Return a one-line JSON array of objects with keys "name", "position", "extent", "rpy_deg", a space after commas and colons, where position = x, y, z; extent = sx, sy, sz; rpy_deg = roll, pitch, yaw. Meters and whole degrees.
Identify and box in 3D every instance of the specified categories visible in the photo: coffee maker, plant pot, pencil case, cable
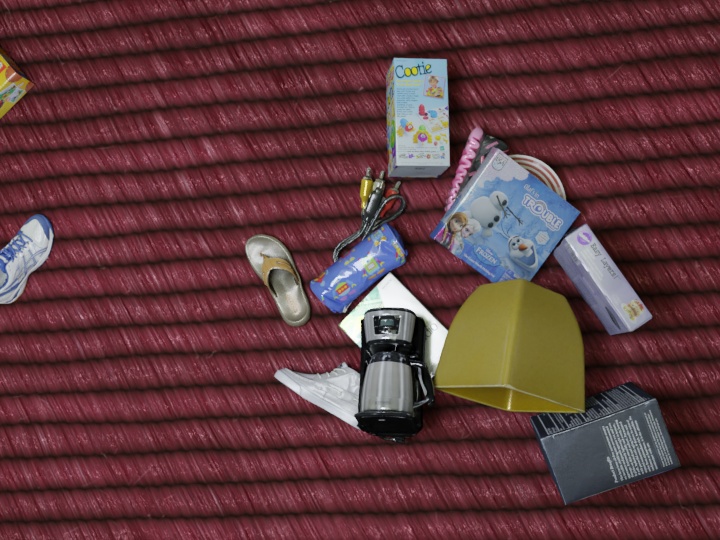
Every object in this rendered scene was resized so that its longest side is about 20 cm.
[{"name": "coffee maker", "position": [0.050, 0.186, 1.501], "extent": [0.133, 0.192, 0.202], "rpy_deg": [9, 65, -9]}, {"name": "plant pot", "position": [0.266, 0.127, 1.459], "extent": [0.194, 0.194, 0.202], "rpy_deg": [19, 73, -30]}, {"name": "pencil case", "position": [0.000, 0.000, 1.586], "extent": [0.200, 0.078, 0.087], "rpy_deg": [-39, 90, 8]}, {"name": "cable", "position": [0.019, -0.093, 1.631], "extent": [0.096, 0.050, 0.201], "rpy_deg": [23, 101, -6]}]

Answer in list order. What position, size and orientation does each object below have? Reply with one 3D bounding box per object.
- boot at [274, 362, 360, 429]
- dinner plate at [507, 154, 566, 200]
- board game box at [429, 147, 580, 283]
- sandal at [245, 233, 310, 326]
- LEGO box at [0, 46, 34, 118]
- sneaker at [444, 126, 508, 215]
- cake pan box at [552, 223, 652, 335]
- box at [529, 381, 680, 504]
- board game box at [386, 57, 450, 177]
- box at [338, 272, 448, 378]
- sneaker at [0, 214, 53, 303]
[{"name": "boot", "position": [-0.058, 0.213, 1.592], "extent": [0.199, 0.074, 0.096], "rpy_deg": [29, 83, 2]}, {"name": "dinner plate", "position": [0.285, -0.114, 1.564], "extent": [0.198, 0.024, 0.202], "rpy_deg": [-1, 101, -5]}, {"name": "board game box", "position": [0.264, -0.085, 1.534], "extent": [0.199, 0.043, 0.200], "rpy_deg": [34, 95, -13]}, {"name": "sandal", "position": [-0.159, 0.015, 1.628], "extent": [0.080, 0.054, 0.201], "rpy_deg": [-28, 81, 5]}, {"name": "LEGO box", "position": [-0.813, -0.382, 1.758], "extent": [0.200, 0.077, 0.149], "rpy_deg": [-43, 80, 2]}, {"name": "sneaker", "position": [0.221, -0.165, 1.585], "extent": [0.095, 0.079, 0.202], "rpy_deg": [20, 89, -1]}, {"name": "cake pan box", "position": [0.416, 0.019, 1.474], "extent": [0.052, 0.184, 0.201], "rpy_deg": [-33, 80, 0]}, {"name": "box", "position": [0.408, 0.291, 1.436], "extent": [0.197, 0.200, 0.124], "rpy_deg": [-20, 88, 7]}, {"name": "board game box", "position": [0.106, -0.285, 1.583], "extent": [0.104, 0.103, 0.202], "rpy_deg": [0, 84, -7]}, {"name": "box", "position": [0.076, 0.123, 1.591], "extent": [0.144, 0.036, 0.200], "rpy_deg": [-46, 79, 2]}, {"name": "sneaker", "position": [-0.695, -0.024, 1.699], "extent": [0.075, 0.088, 0.201], "rpy_deg": [26, 87, 12]}]
